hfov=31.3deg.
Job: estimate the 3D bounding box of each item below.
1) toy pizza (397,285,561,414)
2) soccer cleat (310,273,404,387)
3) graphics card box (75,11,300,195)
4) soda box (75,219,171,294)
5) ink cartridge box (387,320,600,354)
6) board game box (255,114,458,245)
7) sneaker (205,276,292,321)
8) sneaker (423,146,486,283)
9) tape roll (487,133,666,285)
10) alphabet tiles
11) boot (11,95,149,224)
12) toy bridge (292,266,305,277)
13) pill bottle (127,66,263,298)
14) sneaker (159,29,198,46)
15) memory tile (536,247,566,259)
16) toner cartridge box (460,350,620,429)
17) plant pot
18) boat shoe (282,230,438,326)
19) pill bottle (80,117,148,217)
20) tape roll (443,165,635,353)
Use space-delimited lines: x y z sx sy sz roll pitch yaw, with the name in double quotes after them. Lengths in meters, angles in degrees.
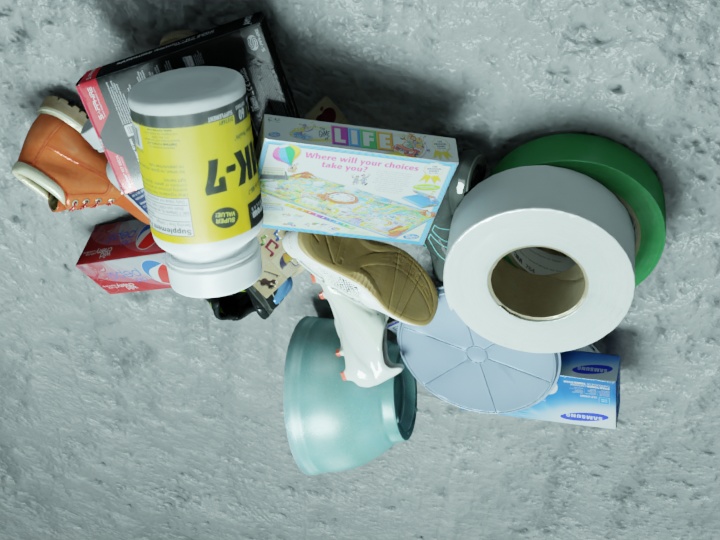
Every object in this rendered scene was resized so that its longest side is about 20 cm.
0.140 0.089 1.509 0.197 0.032 0.202 12 132 13 "toy pizza"
-0.005 0.038 1.525 0.076 0.069 0.203 -16 94 14 "soccer cleat"
-0.170 -0.168 1.293 0.197 0.051 0.127 -17 113 9 "graphics card box"
-0.256 -0.021 1.571 0.198 0.064 0.070 -7 141 40 "soda box"
0.165 0.085 1.604 0.198 0.041 0.200 -23 125 40 "ink cartridge box"
-0.013 -0.089 1.309 0.197 0.035 0.135 6 142 -13 "board game box"
-0.174 0.017 1.582 0.198 0.083 0.071 11 151 38 "sneaker"
0.091 -0.067 1.420 0.078 0.076 0.202 20 140 16 "sneaker"
0.225 -0.052 1.368 0.197 0.049 0.202 6 132 7 "tape roll"
-0.061 -0.067 1.403 0.200 0.008 0.167 -43 126 2 "alphabet tiles"
-0.305 -0.095 1.467 0.199 0.108 0.075 38 154 -29 "boot"
-0.131 -0.062 1.526 0.199 0.027 0.067 33 140 -22 "toy bridge"
-0.154 -0.085 1.241 0.112 0.115 0.203 2 116 17 "pill bottle"
-0.142 -0.165 1.351 0.070 0.076 0.200 -15 135 34 "sneaker"
0.200 0.010 1.472 0.151 0.017 0.201 24 128 -10 "memory tile"
0.218 0.139 1.577 0.197 0.044 0.096 5 139 17 "toner cartridge box"
-0.003 0.157 1.630 0.132 0.202 0.201 -3 141 18 "plant pot"
0.000 0.000 1.426 0.199 0.072 0.069 33 157 -26 "boat shoe"
-0.207 -0.110 1.408 0.110 0.112 0.200 -24 120 41 "pill bottle"
0.185 -0.009 1.335 0.199 0.071 0.204 6 134 6 "tape roll"
